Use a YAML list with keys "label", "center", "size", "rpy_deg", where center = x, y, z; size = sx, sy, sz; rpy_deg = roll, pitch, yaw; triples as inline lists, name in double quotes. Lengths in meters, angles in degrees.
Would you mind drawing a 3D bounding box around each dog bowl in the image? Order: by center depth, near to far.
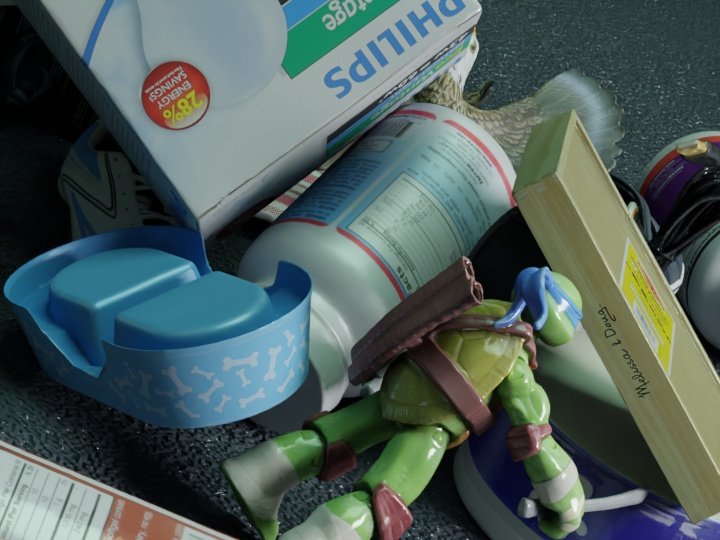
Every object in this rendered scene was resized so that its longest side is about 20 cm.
- label: "dog bowl"
  center: [-0.101, 0.029, 1.285]
  size: [0.111, 0.050, 0.199]
  rpy_deg: [-24, 24, -31]
- label: "dog bowl"
  center: [0.157, 0.119, 1.421]
  size: [0.199, 0.079, 0.200]
  rpy_deg: [22, 22, -9]

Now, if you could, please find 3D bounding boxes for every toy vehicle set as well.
- label: "toy vehicle set"
  center: [0.143, 0.021, 1.330]
  size: [0.201, 0.026, 0.124]
  rpy_deg: [61, 17, -11]

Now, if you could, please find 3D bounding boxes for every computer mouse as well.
- label: "computer mouse"
  center: [0.149, -0.018, 1.435]
  size: [0.046, 0.141, 0.199]
  rpy_deg: [49, 19, 28]

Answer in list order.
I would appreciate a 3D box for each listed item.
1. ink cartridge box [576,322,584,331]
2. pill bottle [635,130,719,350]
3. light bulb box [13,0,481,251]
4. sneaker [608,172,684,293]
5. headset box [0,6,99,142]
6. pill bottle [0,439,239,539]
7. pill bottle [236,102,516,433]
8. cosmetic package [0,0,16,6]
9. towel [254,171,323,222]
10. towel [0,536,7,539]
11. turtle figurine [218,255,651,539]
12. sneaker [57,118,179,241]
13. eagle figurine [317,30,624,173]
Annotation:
- label: "ink cartridge box"
  center: [0.093, 0.025, 1.580]
  size: [0.116, 0.068, 0.199]
  rpy_deg: [35, 23, 24]
- label: "pill bottle"
  center: [0.273, -0.012, 1.803]
  size: [0.112, 0.113, 0.200]
  rpy_deg: [16, 23, -22]
- label: "light bulb box"
  center: [-0.070, -0.152, 1.385]
  size: [0.200, 0.198, 0.125]
  rpy_deg: [53, -6, 4]
- label: "sneaker"
  center: [0.151, -0.023, 1.557]
  size: [0.078, 0.080, 0.199]
  rpy_deg: [36, 23, 28]
- label: "headset box"
  center: [-0.177, -0.159, 1.670]
  size: [0.199, 0.093, 0.174]
  rpy_deg: [25, 22, -4]
- label: "pill bottle"
  center: [-0.141, 0.132, 1.019]
  size: [0.199, 0.113, 0.112]
  rpy_deg: [23, 21, -5]
- label: "pill bottle"
  center: [0.000, 0.000, 1.409]
  size: [0.108, 0.109, 0.200]
  rpy_deg: [32, 48, 16]
- label: "cosmetic package"
  center: [-0.207, -0.229, 1.599]
  size: [0.151, 0.052, 0.199]
  rpy_deg: [40, 27, 24]
- label: "towel"
  center: [-0.033, -0.057, 1.690]
  size: [0.145, 0.030, 0.200]
  rpy_deg: [23, 22, -13]
- label: "towel"
  center: [-0.215, 0.146, 0.900]
  size: [0.199, 0.032, 0.191]
  rpy_deg: [28, 52, 9]
- label: "turtle figurine"
  center: [0.041, 0.095, 1.266]
  size: [0.144, 0.193, 0.200]
  rpy_deg: [54, -11, 12]
- label: "sneaker"
  center: [-0.130, -0.030, 1.457]
  size: [0.071, 0.073, 0.200]
  rpy_deg: [15, 25, -28]
- label: "eagle figurine"
  center: [0.060, -0.093, 1.650]
  size: [0.199, 0.151, 0.152]
  rpy_deg: [18, 36, -48]
